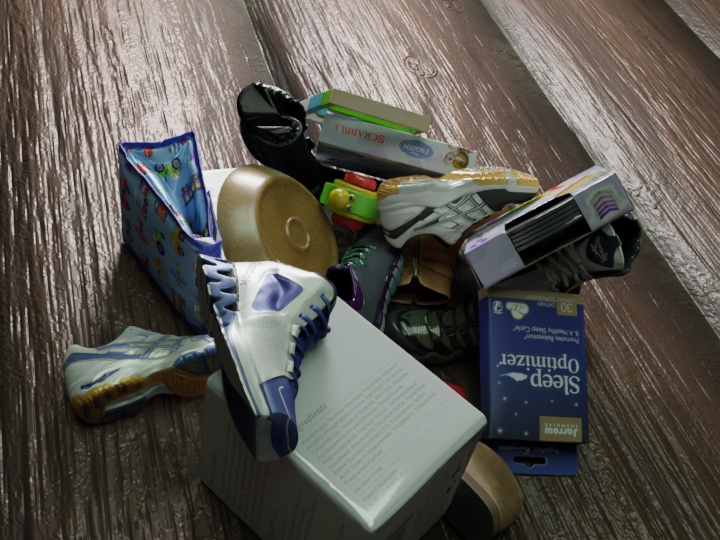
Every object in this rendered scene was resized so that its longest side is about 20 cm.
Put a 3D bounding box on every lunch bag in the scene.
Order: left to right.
[{"bbox_3d":[-0.198,-0.030,1.047,0.094,0.151,0.200,-14,51,-23],"label":"lunch bag"}]

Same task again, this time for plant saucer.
[{"bbox_3d":[-0.084,-0.036,1.092,0.200,0.035,0.201,34,45,-42],"label":"plant saucer"}]

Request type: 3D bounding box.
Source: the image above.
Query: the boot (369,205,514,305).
[{"bbox_3d":[0.108,-0.026,1.207,0.199,0.074,0.155,-6,48,2],"label":"boot"}]

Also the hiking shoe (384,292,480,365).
[{"bbox_3d":[0.125,0.058,1.104,0.199,0.101,0.076,6,41,-13],"label":"hiking shoe"}]

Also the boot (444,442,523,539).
[{"bbox_3d":[0.091,0.188,0.984,0.075,0.074,0.200,-13,57,-45],"label":"boot"}]

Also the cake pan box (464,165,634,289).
[{"bbox_3d":[0.210,-0.053,1.076,0.052,0.184,0.200,59,13,-4],"label":"cake pan box"}]

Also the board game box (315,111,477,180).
[{"bbox_3d":[0.040,-0.152,1.259,0.199,0.041,0.200,14,-2,-5],"label":"board game box"}]

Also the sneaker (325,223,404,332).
[{"bbox_3d":[0.000,0.000,1.100,0.074,0.088,0.201,-15,41,23],"label":"sneaker"}]

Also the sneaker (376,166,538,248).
[{"bbox_3d":[0.118,-0.074,1.136,0.199,0.088,0.076,-7,16,-7],"label":"sneaker"}]

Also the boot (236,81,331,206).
[{"bbox_3d":[-0.114,-0.187,1.200,0.076,0.168,0.200,-33,59,-5],"label":"boot"}]

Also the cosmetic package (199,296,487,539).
[{"bbox_3d":[-0.023,0.166,0.874,0.200,0.168,0.166,38,51,21],"label":"cosmetic package"}]

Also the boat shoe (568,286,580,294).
[{"bbox_3d":[0.223,-0.021,1.255,0.071,0.061,0.201,-15,50,-31],"label":"boat shoe"}]

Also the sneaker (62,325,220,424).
[{"bbox_3d":[-0.209,0.086,0.976,0.199,0.075,0.088,-12,48,-30],"label":"sneaker"}]

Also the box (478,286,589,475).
[{"bbox_3d":[0.190,0.121,1.034,0.121,0.032,0.201,5,76,-16],"label":"box"}]

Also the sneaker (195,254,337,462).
[{"bbox_3d":[-0.066,0.053,0.798,0.115,0.081,0.200,-9,48,-17],"label":"sneaker"}]

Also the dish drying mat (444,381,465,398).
[{"bbox_3d":[0.020,0.136,1.046,0.199,0.018,0.077,13,41,-4],"label":"dish drying mat"}]

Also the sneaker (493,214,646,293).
[{"bbox_3d":[0.256,-0.013,1.118,0.198,0.130,0.080,-23,86,-12],"label":"sneaker"}]

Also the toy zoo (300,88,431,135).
[{"bbox_3d":[-0.006,-0.197,1.217,0.131,0.021,0.200,14,-1,-18],"label":"toy zoo"}]

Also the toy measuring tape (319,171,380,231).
[{"bbox_3d":[0.001,-0.087,1.197,0.073,0.074,0.200,26,8,10],"label":"toy measuring tape"}]

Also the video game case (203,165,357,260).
[{"bbox_3d":[-0.120,-0.073,1.222,0.199,0.023,0.182,-8,47,-27],"label":"video game case"}]
